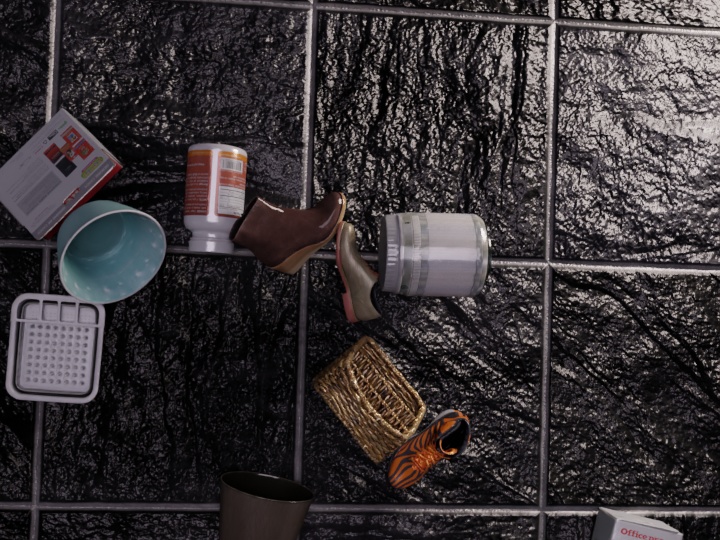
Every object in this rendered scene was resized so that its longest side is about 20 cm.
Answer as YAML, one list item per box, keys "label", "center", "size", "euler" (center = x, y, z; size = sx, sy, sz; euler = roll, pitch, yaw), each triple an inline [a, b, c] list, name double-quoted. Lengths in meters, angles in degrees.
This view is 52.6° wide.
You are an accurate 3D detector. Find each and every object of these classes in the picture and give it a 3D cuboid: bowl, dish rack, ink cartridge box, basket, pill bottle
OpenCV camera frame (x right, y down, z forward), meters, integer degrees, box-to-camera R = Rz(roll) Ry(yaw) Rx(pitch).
- label: "bowl"
  center: [-0.472, -0.050, 1.340]
  size: [0.201, 0.201, 0.105]
  euler: [-44, 55, -5]
- label: "dish rack"
  center: [-0.574, 0.147, 1.385]
  size: [0.171, 0.044, 0.201]
  euler: [5, 88, -6]
- label: "ink cartridge box"
  center: [0.535, 0.591, 1.450]
  size: [0.144, 0.085, 0.200]
  euler: [15, 89, -5]
- label: "basket"
  center: [0.024, 0.242, 1.384]
  size: [0.149, 0.143, 0.200]
  euler: [-37, 92, -4]
- label: "basket"
  center: [-0.193, 0.501, 1.368]
  size: [0.180, 0.136, 0.200]
  euler: [12, 91, -1]
- label: "pill bottle"
  center: [-0.277, -0.133, 1.383]
  size: [0.112, 0.112, 0.201]
  euler: [4, 89, -5]
- label: "ink cartridge box"
  center: [-0.552, -0.164, 1.347]
  size: [0.200, 0.084, 0.176]
  euler: [-46, 71, -4]

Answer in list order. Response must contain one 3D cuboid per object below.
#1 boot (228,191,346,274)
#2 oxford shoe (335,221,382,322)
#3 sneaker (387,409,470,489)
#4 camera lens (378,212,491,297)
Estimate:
- label: "boot"
  center: [-0.133, -0.096, 1.379]
  size: [0.166, 0.072, 0.200]
  euler: [36, 93, -41]
- label: "oxford shoe"
  center: [0.000, 0.000, 1.413]
  size: [0.075, 0.070, 0.200]
  euler: [-6, 103, 19]
- label: "sneaker"
  center: [0.132, 0.348, 1.406]
  size: [0.078, 0.112, 0.200]
  euler: [44, 85, -2]
- label: "camera lens"
  center: [0.140, -0.030, 1.393]
  size: [0.199, 0.160, 0.160]
  euler: [1, 88, -5]
